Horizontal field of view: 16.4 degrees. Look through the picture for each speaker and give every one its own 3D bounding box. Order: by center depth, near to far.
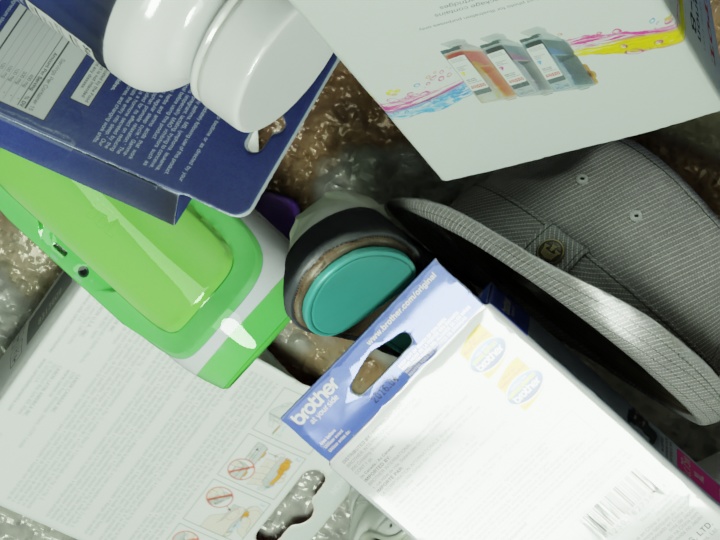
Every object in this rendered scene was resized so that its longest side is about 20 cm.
[{"bbox_3d":[-0.118,-0.033,1.262,0.200,0.088,0.088,42,117,1],"label":"speaker"}]

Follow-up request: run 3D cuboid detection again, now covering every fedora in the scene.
[{"bbox_3d":[0.119,-0.011,1.219,0.090,0.200,0.177,-54,142,-4],"label":"fedora"}]

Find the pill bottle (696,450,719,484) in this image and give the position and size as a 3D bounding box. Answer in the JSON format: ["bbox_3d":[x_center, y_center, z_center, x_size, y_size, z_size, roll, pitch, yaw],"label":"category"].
[{"bbox_3d":[0.134,0.175,1.320,0.200,0.112,0.112,-32,107,25],"label":"pill bottle"}]

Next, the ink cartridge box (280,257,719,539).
[{"bbox_3d":[0.073,0.093,1.222,0.200,0.042,0.119,41,109,-9],"label":"ink cartridge box"}]

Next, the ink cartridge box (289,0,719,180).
[{"bbox_3d":[0.062,-0.154,1.098,0.144,0.146,0.200,-13,155,17],"label":"ink cartridge box"}]

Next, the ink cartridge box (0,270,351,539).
[{"bbox_3d":[-0.104,0.087,1.371,0.200,0.047,0.160,26,120,-22],"label":"ink cartridge box"}]

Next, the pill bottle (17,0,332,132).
[{"bbox_3d":[-0.106,-0.154,1.164,0.200,0.111,0.111,37,120,15],"label":"pill bottle"}]

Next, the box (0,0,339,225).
[{"bbox_3d":[-0.122,-0.098,1.211,0.200,0.121,0.032,24,146,8],"label":"box"}]

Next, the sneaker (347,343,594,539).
[{"bbox_3d":[0.056,0.113,1.291,0.078,0.100,0.200,28,133,-12],"label":"sneaker"}]

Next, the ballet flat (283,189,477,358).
[{"bbox_3d":[0.000,0.000,1.228,0.073,0.200,0.073,-5,77,21],"label":"ballet flat"}]

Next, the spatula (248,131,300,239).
[{"bbox_3d":[-0.056,-0.073,1.281,0.056,0.021,0.200,9,118,11],"label":"spatula"}]
